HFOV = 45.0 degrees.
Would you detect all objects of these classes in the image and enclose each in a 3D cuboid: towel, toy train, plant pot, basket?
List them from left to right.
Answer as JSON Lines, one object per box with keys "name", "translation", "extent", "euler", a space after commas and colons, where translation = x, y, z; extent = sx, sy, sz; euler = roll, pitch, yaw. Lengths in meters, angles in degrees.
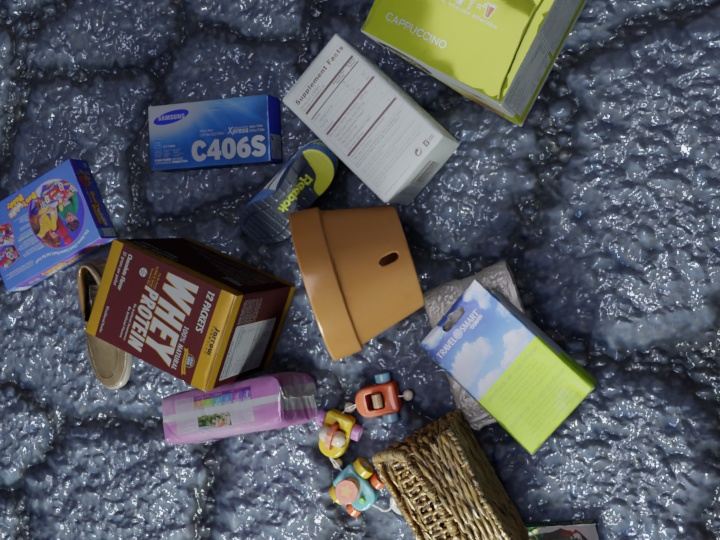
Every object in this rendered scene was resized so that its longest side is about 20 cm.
{"name": "plant pot", "translation": [0.000, 0.000, 1.145], "extent": [0.138, 0.200, 0.203], "euler": [-18, 87, 2]}
{"name": "toy train", "translation": [0.007, 0.250, 1.214], "extent": [0.148, 0.056, 0.204], "euler": [-8, 90, 19]}
{"name": "basket", "translation": [0.107, 0.306, 1.107], "extent": [0.148, 0.143, 0.202], "euler": [-30, 87, 12]}
{"name": "towel", "translation": [0.169, 0.103, 1.165], "extent": [0.131, 0.034, 0.203], "euler": [-20, 86, 17]}

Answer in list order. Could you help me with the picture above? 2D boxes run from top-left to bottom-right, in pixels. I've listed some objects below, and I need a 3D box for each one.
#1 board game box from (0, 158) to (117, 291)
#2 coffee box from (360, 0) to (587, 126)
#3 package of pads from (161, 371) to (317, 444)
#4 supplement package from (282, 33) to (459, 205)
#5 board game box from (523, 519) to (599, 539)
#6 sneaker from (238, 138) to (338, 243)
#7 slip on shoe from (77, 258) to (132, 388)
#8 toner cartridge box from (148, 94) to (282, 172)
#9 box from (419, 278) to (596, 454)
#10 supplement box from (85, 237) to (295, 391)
{"name": "board game box", "translation": [-0.497, -0.070, 1.373], "extent": [0.198, 0.045, 0.136], "euler": [-25, 85, 18]}
{"name": "coffee box", "translation": [0.149, -0.323, 1.064], "extent": [0.198, 0.197, 0.202], "euler": [31, 101, 15]}
{"name": "package of pads", "translation": [-0.169, 0.196, 1.230], "extent": [0.197, 0.120, 0.077], "euler": [-14, 77, 21]}
{"name": "supplement package", "translation": [0.016, -0.197, 1.157], "extent": [0.200, 0.117, 0.118], "euler": [46, 105, 12]}
{"name": "board game box", "translation": [0.225, 0.393, 1.166], "extent": [0.197, 0.023, 0.107], "euler": [-8, 91, 19]}
{"name": "sneaker", "translation": [-0.096, -0.112, 1.229], "extent": [0.074, 0.083, 0.199], "euler": [41, 125, -15]}
{"name": "slip on shoe", "translation": [-0.400, 0.083, 1.339], "extent": [0.075, 0.060, 0.204], "euler": [-1, 92, 18]}
{"name": "toner cartridge box", "translation": [-0.214, -0.199, 1.273], "extent": [0.196, 0.043, 0.097], "euler": [-3, 91, 19]}
{"name": "box", "translation": [0.188, 0.120, 1.116], "extent": [0.200, 0.048, 0.122], "euler": [43, 105, 12]}
{"name": "supplement box", "translation": [-0.230, 0.052, 1.208], "extent": [0.195, 0.200, 0.135], "euler": [23, 99, 16]}
